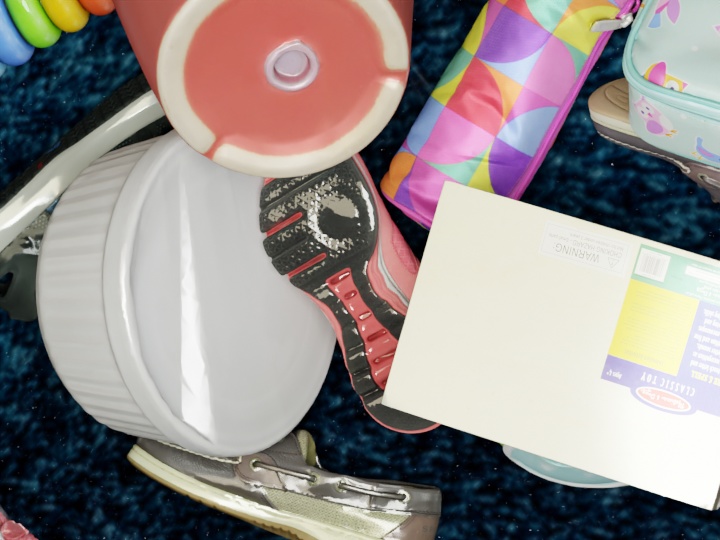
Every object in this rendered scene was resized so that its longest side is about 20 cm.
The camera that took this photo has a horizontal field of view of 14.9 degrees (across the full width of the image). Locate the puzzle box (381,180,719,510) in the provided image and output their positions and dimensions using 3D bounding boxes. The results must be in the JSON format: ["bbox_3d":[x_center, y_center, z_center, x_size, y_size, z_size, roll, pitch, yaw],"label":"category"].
[{"bbox_3d":[0.122,0.041,1.525,0.199,0.025,0.134,18,93,16],"label":"puzzle box"}]

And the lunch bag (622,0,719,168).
[{"bbox_3d":[0.251,-0.148,1.569,0.160,0.077,0.201,19,65,23],"label":"lunch bag"}]

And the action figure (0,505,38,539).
[{"bbox_3d":[-0.298,0.141,1.762,0.199,0.149,0.135,15,132,2],"label":"action figure"}]

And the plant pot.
[{"bbox_3d":[-0.052,-0.159,1.572,0.199,0.178,0.202,-4,125,-6],"label":"plant pot"}]

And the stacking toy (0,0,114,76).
[{"bbox_3d":[-0.204,-0.171,1.746,0.199,0.085,0.086,-20,82,9],"label":"stacking toy"}]

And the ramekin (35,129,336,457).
[{"bbox_3d":[-0.108,0.011,1.647,0.094,0.202,0.204,-2,87,37],"label":"ramekin"}]

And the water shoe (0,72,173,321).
[{"bbox_3d":[-0.164,-0.050,1.740,0.200,0.072,0.079,-39,105,10],"label":"water shoe"}]

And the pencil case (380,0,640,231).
[{"bbox_3d":[0.092,-0.109,1.649,0.088,0.088,0.201,34,99,15],"label":"pencil case"}]

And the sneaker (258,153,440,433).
[{"bbox_3d":[0.000,0.000,1.658,0.073,0.087,0.201,-23,95,15],"label":"sneaker"}]

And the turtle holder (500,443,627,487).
[{"bbox_3d":[0.149,0.067,1.597,0.185,0.132,0.142,32,96,16],"label":"turtle holder"}]

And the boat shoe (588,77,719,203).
[{"bbox_3d":[0.226,-0.065,1.615,0.199,0.072,0.065,13,126,23],"label":"boat shoe"}]

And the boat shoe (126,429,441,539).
[{"bbox_3d":[-0.044,0.129,1.689,0.199,0.073,0.065,20,88,7],"label":"boat shoe"}]
